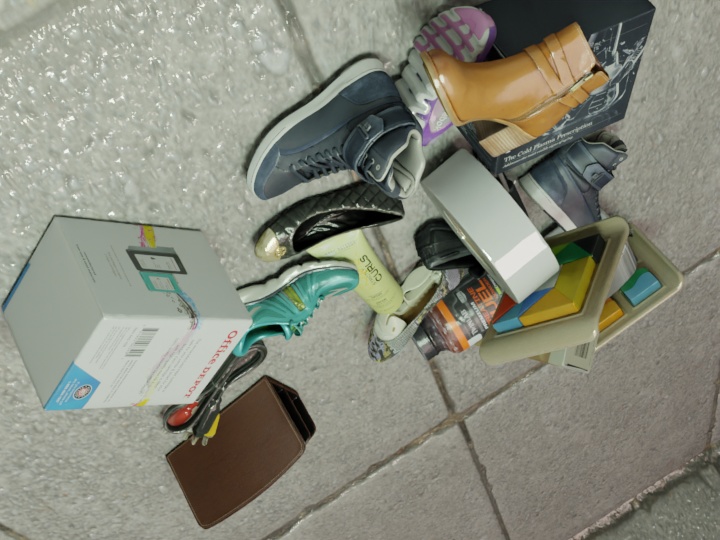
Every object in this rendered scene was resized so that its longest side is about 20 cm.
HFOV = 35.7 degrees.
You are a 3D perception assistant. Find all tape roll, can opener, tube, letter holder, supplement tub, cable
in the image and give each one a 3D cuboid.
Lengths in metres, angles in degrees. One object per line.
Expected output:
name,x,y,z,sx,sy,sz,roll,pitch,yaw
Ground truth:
tape roll,0.164,-0.057,1.423,0.071,0.203,0.202,-39,150,2
can opener,0.202,-0.125,1.514,0.067,0.054,0.200,-35,151,4
tube,0.000,0.000,1.503,0.058,0.052,0.200,-59,147,-12
letter holder,-0.161,0.280,1.649,0.199,0.143,0.100,-39,150,8
supplement tub,0.163,0.052,1.676,0.199,0.107,0.107,-34,150,0
cable,-0.211,0.165,1.561,0.097,0.050,0.201,19,110,-35

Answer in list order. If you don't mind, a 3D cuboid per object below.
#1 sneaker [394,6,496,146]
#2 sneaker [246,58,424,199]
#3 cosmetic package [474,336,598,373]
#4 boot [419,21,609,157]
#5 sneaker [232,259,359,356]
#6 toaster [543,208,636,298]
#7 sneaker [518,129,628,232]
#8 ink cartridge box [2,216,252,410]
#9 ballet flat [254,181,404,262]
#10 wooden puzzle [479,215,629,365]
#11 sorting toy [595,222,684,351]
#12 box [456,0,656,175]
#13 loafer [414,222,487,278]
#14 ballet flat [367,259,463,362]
sneaker,0.094,-0.210,1.256,0.088,0.081,0.200,3,140,-38
sneaker,-0.023,-0.113,1.205,0.202,0.147,0.077,-40,151,14
cosmetic package,0.258,0.100,1.744,0.105,0.199,0.072,18,86,-51
boot,0.160,-0.207,1.152,0.154,0.074,0.200,-31,150,20
sneaker,-0.088,0.050,1.441,0.198,0.080,0.078,-24,151,-7
toaster,0.348,-0.014,1.747,0.199,0.114,0.129,-36,154,4
sneaker,0.339,-0.111,1.597,0.146,0.077,0.202,-43,125,11
ink cartridge box,-0.253,0.050,1.224,0.199,0.147,0.147,5,132,-47
ballet flat,-0.038,-0.058,1.371,0.199,0.057,0.067,-25,148,-16
wooden puzzle,0.247,0.022,1.448,0.184,0.201,0.037,-19,126,43
sorting toy,0.401,0.026,1.813,0.200,0.186,0.036,-40,125,8
box,0.222,-0.239,1.318,0.199,0.104,0.183,-25,148,-16
loafer,0.167,-0.021,1.570,0.199,0.071,0.068,4,152,-28
ballet flat,0.064,0.049,1.615,0.201,0.072,0.072,-49,147,15
